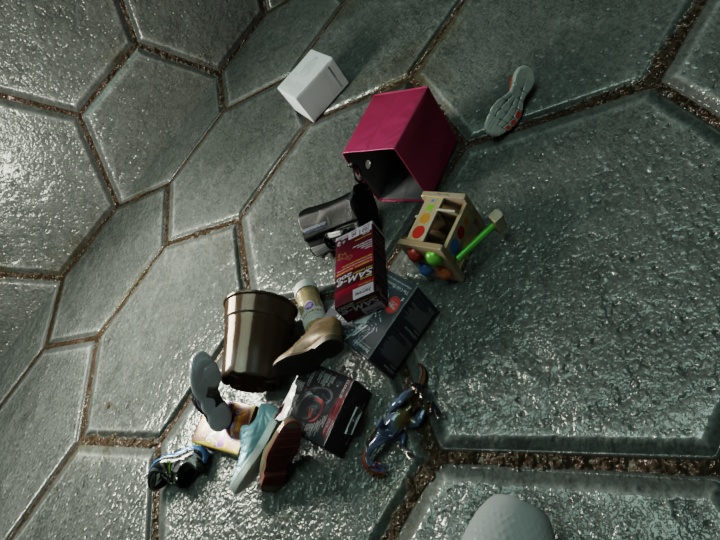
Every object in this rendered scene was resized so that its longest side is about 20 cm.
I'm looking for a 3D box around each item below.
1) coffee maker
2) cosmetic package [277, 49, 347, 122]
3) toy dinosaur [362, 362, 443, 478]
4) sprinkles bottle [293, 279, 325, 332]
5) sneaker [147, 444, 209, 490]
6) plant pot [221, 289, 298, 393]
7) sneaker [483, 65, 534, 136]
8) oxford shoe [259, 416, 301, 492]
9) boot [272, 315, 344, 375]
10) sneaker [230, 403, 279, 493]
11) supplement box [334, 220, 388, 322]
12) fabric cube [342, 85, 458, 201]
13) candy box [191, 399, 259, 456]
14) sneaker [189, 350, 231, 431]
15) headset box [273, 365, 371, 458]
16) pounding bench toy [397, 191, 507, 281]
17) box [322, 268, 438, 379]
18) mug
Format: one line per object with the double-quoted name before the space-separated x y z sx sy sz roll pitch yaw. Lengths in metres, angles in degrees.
"coffee maker" -0.059 -0.151 1.435 0.195 0.133 0.200 -13 75 34
"cosmetic package" -0.179 -0.691 2.007 0.200 0.123 0.199 -45 40 0
"toy dinosaur" 0.075 0.310 1.049 0.182 0.105 0.200 -45 1 21
"sprinkles bottle" -0.119 0.111 1.357 0.068 0.068 0.203 -37 42 11
"sneaker" -0.465 0.507 1.347 0.195 0.071 0.084 -28 37 18
"plant pot" -0.262 0.185 1.341 0.195 0.199 0.205 -16 55 31
"sneaker" 0.368 -0.418 1.359 0.203 0.076 0.082 -55 14 -10
"oxford shoe" -0.179 0.377 1.141 0.205 0.068 0.075 -66 33 25
"boot" -0.113 0.169 1.182 0.196 0.073 0.077 -30 40 25
"sneaker" -0.249 0.399 1.223 0.080 0.075 0.203 21 60 19
"supplement box" 0.000 0.000 1.184 0.106 0.061 0.205 -24 45 24
"fabric cube" 0.105 -0.323 1.403 0.196 0.196 0.204 8 63 44
"candy box" -0.325 0.389 1.330 0.195 0.056 0.120 -5 56 41
"sneaker" -0.375 0.280 1.285 0.074 0.207 0.112 -24 22 -32
"headset box" -0.077 0.298 1.163 0.196 0.075 0.152 8 64 45
"pounding bench toy" 0.204 -0.064 1.163 0.196 0.124 0.159 11 66 45
"box" 0.039 0.102 1.195 0.185 0.104 0.198 -54 40 -7
"mug" 0.226 0.433 0.751 0.194 0.150 0.179 19 60 15
